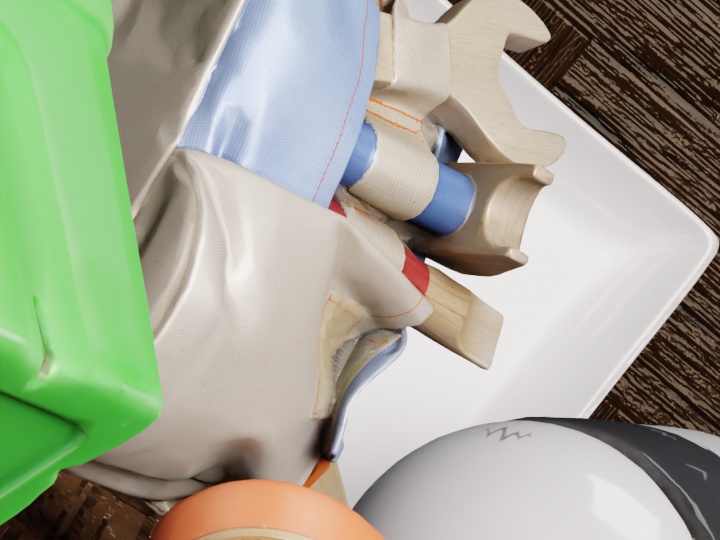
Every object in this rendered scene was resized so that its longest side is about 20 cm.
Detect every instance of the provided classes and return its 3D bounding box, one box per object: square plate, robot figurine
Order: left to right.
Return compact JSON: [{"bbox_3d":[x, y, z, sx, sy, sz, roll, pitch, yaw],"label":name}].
[{"bbox_3d":[0.001,0.003,0.815,0.200,0.198,0.028,40,-7,-9],"label":"square plate"},{"bbox_3d":[0.071,0.109,0.661,0.125,0.150,0.200,52,20,25],"label":"robot figurine"}]

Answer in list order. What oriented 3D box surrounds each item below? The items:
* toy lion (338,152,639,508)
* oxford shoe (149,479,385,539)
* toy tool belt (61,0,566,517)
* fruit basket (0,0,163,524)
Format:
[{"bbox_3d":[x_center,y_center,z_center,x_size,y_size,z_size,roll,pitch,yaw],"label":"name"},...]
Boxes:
[{"bbox_3d":[0.000,0.000,0.856,0.200,0.192,0.069,39,2,-10],"label":"toy lion"},{"bbox_3d":[0.019,0.134,0.524,0.200,0.071,0.073,41,29,-30],"label":"oxford shoe"},{"bbox_3d":[-0.011,-0.029,0.540,0.125,0.200,0.123,13,-15,47],"label":"toy tool belt"},{"bbox_3d":[-0.145,-0.047,0.324,0.216,0.155,0.216,54,11,-15],"label":"fruit basket"}]
